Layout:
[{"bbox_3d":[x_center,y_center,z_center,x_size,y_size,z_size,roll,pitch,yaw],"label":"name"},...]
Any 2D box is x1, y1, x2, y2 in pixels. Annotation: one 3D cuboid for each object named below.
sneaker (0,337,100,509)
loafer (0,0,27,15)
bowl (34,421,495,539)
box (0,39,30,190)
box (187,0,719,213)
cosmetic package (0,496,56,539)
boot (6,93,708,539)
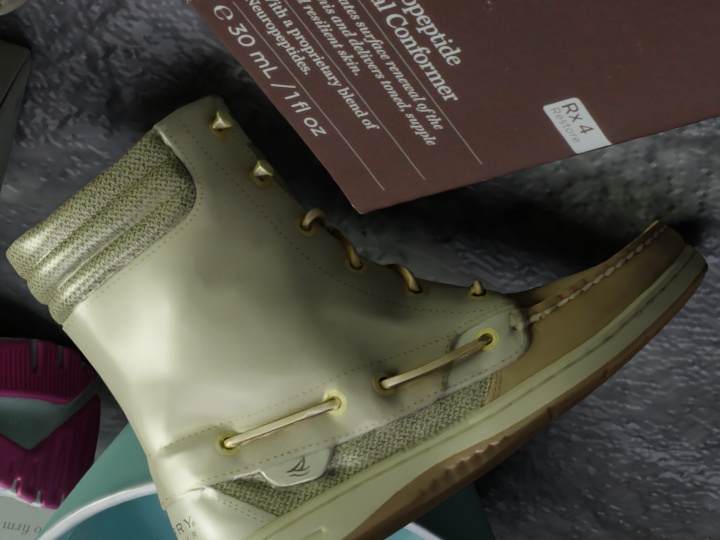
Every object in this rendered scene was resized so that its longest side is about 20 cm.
[{"bbox_3d":[-0.192,0.044,0.848,0.088,0.082,0.200,-8,151,35],"label":"sneaker"},{"bbox_3d":[-0.163,-0.146,0.644,0.200,0.068,0.076,36,129,1],"label":"loafer"},{"bbox_3d":[-0.030,0.112,0.863,0.199,0.105,0.202,3,131,4],"label":"bowl"},{"bbox_3d":[-0.218,-0.058,0.750,0.199,0.069,0.083,17,122,-2],"label":"box"},{"bbox_3d":[0.062,-0.091,0.628,0.199,0.075,0.100,-16,132,31],"label":"box"},{"bbox_3d":[-0.166,0.218,0.973,0.164,0.201,0.165,6,141,12],"label":"cosmetic package"},{"bbox_3d":[0.000,0.000,0.745,0.156,0.199,0.073,56,171,9],"label":"boot"}]
